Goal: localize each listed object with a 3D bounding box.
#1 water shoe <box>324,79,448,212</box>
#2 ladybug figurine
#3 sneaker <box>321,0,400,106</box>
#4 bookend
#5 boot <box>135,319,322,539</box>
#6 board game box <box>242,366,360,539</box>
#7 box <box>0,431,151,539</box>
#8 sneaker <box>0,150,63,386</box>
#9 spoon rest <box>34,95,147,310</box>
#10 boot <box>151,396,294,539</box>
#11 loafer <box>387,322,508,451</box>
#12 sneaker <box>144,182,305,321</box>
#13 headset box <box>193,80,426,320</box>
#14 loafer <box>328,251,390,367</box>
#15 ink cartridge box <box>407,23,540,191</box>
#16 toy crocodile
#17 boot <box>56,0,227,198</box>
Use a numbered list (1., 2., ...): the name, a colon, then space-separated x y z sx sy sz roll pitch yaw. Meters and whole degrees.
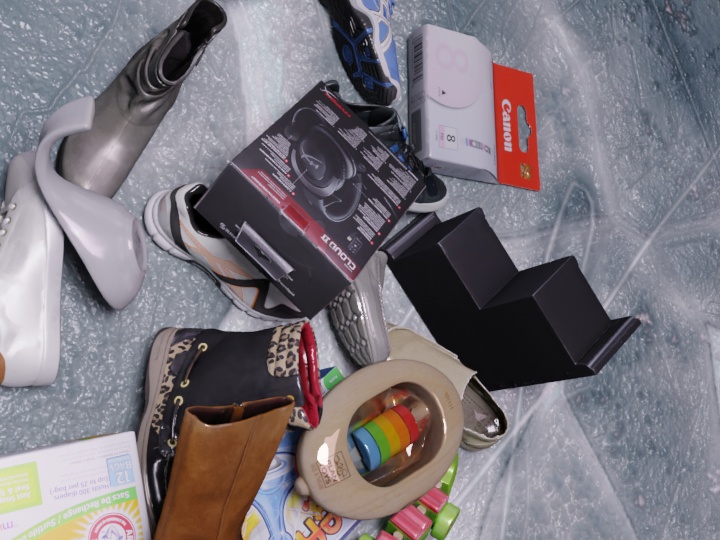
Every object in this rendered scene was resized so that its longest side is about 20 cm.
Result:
1. water shoe: 0.026 -0.128 1.023 0.199 0.079 0.072 24 33 -26
2. ladybug figurine: 0.012 0.162 0.921 0.199 0.072 0.137 -21 89 -35
3. sneaker: 0.011 -0.282 1.060 0.076 0.076 0.202 -19 91 -29
4. bookend: 0.150 0.016 1.010 0.092 0.198 0.201 -39 99 -32
5. boot: -0.112 0.136 0.832 0.073 0.149 0.202 58 27 -57
6. board game box: -0.060 0.208 0.930 0.200 0.034 0.136 -41 102 -32
7. box: -0.276 0.200 0.753 0.198 0.101 0.114 -8 84 -34
8. sneaker: -0.297 -0.005 0.803 0.084 0.073 0.202 2 79 -34
9. spoon rest: -0.227 -0.051 0.813 0.060 0.201 0.100 -7 44 -1
10. boot: -0.099 0.191 0.778 0.187 0.068 0.202 8 105 -48
11. loafer: 0.087 0.120 1.023 0.199 0.068 0.076 38 62 -20
12. sneaker: -0.111 -0.014 0.922 0.199 0.080 0.074 32 62 -24
13. headset box: -0.045 -0.064 0.889 0.149 0.077 0.200 43 43 -6
14. loafer: 0.000 0.000 0.986 0.069 0.070 0.202 -6 75 -31
15. ink cartridge box: 0.148 -0.190 1.146 0.198 0.057 0.164 5 76 -27
16. toy crocodile: 0.044 0.260 0.951 0.067 0.062 0.200 30 53 17
17. boot: -0.199 -0.156 0.865 0.067 0.130 0.201 34 63 -21
